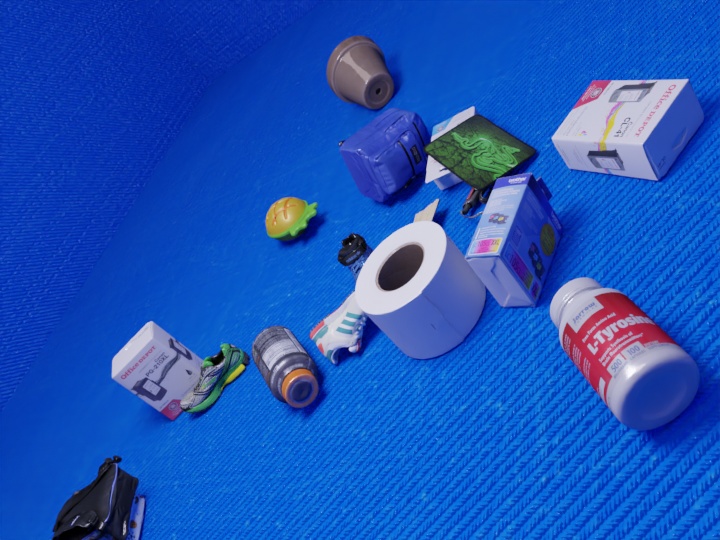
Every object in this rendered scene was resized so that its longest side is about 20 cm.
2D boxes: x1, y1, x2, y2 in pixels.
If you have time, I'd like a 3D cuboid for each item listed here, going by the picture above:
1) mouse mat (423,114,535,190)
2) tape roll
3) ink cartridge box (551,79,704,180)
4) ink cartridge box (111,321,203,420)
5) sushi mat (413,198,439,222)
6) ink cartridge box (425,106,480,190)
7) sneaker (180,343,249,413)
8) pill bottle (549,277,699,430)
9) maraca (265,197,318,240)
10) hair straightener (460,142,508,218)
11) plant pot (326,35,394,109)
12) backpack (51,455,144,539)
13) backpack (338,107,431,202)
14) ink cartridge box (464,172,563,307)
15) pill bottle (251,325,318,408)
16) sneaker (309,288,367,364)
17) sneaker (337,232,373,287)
[{"bbox_3d":[0.242,-0.249,1.325,0.159,0.008,0.200,-33,48,-12],"label":"mouse mat"},{"bbox_3d":[0.106,0.035,1.147,0.200,0.139,0.206,-30,35,23],"label":"tape roll"},{"bbox_3d":[0.452,-0.246,1.099,0.149,0.086,0.199,-51,30,-9],"label":"ink cartridge box"},{"bbox_3d":[-0.486,0.247,1.571,0.145,0.200,0.085,-43,31,3],"label":"ink cartridge box"},{"bbox_3d":[0.113,-0.055,1.338,0.095,0.012,0.203,-36,26,54],"label":"sushi mat"},{"bbox_3d":[0.214,-0.258,1.420,0.114,0.068,0.203,-21,39,34],"label":"ink cartridge box"},{"bbox_3d":[-0.360,0.252,1.524,0.201,0.085,0.078,-48,31,-1],"label":"sneaker"},{"bbox_3d":[0.328,0.097,0.829,0.112,0.112,0.201,-39,31,9],"label":"pill bottle"},{"bbox_3d":[-0.187,-0.140,1.739,0.198,0.107,0.139,6,57,53],"label":"maraca"},{"bbox_3d":[0.261,-0.183,1.300,0.076,0.041,0.202,3,51,51],"label":"hair straightener"},{"bbox_3d":[0.017,-0.582,1.946,0.200,0.200,0.175,-42,48,5],"label":"plant pot"},{"bbox_3d":[-0.568,0.542,1.382,0.188,0.156,0.201,-30,27,9],"label":"backpack"},{"bbox_3d":[0.082,-0.277,1.527,0.199,0.165,0.166,-41,38,-18],"label":"backpack"},{"bbox_3d":[0.264,-0.062,1.067,0.075,0.137,0.203,-4,50,45],"label":"ink cartridge box"},{"bbox_3d":[-0.149,0.199,1.305,0.106,0.106,0.200,-46,31,-2],"label":"pill bottle"},{"bbox_3d":[-0.010,0.105,1.267,0.199,0.094,0.070,-41,-12,21],"label":"sneaker"},{"bbox_3d":[-0.001,0.001,1.345,0.076,0.111,0.202,-32,34,20],"label":"sneaker"}]
